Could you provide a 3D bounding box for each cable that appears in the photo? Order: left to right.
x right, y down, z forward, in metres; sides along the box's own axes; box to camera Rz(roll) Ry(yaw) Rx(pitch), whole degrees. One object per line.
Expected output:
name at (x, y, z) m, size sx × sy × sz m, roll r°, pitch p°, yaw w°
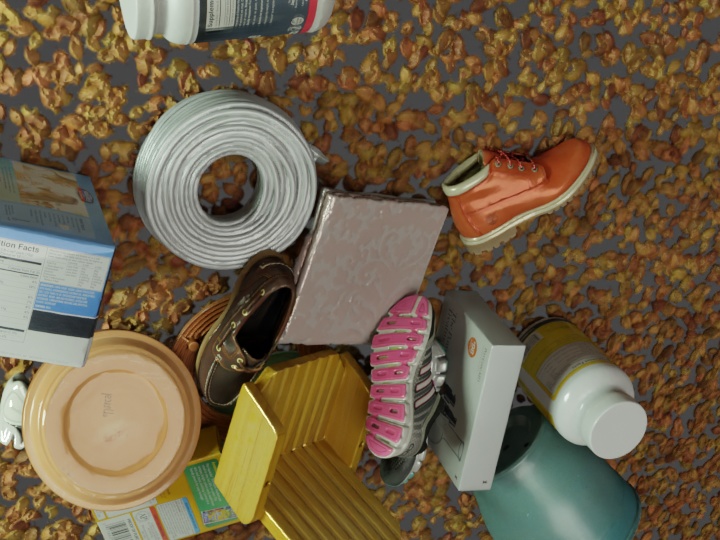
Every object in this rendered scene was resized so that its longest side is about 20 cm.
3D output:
cable at (-0.145, -0.094, 1.267) m, size 0.200 × 0.069 × 0.200 m, roll -46°, pitch 122°, yaw 4°

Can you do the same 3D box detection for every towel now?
towel at (0.000, 0.000, 1.364) m, size 0.198 × 0.032 × 0.193 m, roll 4°, pitch 113°, yaw -44°

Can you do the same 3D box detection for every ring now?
ring at (-0.132, 0.119, 1.376) m, size 0.198 × 0.019 × 0.203 m, roll -10°, pitch 118°, yaw -18°

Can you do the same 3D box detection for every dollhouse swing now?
dollhouse swing at (-0.031, 0.219, 1.326) m, size 0.199 × 0.175 × 0.184 m, roll -10°, pitch 124°, yaw -54°

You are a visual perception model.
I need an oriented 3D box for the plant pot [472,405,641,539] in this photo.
plant pot at (0.239, 0.291, 1.550) m, size 0.200 × 0.200 × 0.188 m, roll -40°, pitch 107°, yaw 1°

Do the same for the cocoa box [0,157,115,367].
cocoa box at (-0.332, -0.015, 1.152) m, size 0.132 × 0.200 × 0.133 m, roll 11°, pitch 110°, yaw -25°

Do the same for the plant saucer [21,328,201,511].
plant saucer at (-0.273, 0.167, 1.292) m, size 0.198 × 0.032 × 0.204 m, roll 0°, pitch 91°, yaw -22°

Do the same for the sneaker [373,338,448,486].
sneaker at (0.042, 0.177, 1.473) m, size 0.090 × 0.077 × 0.203 m, roll 5°, pitch 104°, yaw -27°

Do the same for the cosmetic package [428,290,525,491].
cosmetic package at (0.134, 0.148, 1.451) m, size 0.051 × 0.151 × 0.203 m, roll 1°, pitch 114°, yaw -22°

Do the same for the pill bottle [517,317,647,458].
pill bottle at (0.278, 0.151, 1.481) m, size 0.110 × 0.200 × 0.113 m, roll -9°, pitch 118°, yaw -17°

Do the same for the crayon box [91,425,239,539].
crayon box at (-0.219, 0.262, 1.393) m, size 0.197 × 0.052 × 0.127 m, roll -15°, pitch 129°, yaw -3°

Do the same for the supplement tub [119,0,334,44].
supplement tub at (-0.132, -0.297, 1.133) m, size 0.197 × 0.140 × 0.142 m, roll -9°, pitch 118°, yaw -18°

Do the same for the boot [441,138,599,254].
boot at (0.192, -0.115, 1.396) m, size 0.199 × 0.075 × 0.108 m, roll -33°, pitch 117°, yaw -3°

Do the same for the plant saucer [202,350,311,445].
plant saucer at (-0.103, 0.184, 1.445) m, size 0.197 × 0.027 × 0.203 m, roll -10°, pitch 118°, yaw -18°

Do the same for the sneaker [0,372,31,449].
sneaker at (-0.312, 0.159, 1.325) m, size 0.197 × 0.075 × 0.082 m, roll 4°, pitch 104°, yaw -24°

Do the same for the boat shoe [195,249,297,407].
boat shoe at (-0.128, 0.077, 1.296) m, size 0.070 × 0.071 × 0.202 m, roll 6°, pitch 121°, yaw -32°

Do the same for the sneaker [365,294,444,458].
sneaker at (0.059, 0.132, 1.391) m, size 0.087 × 0.073 × 0.203 m, roll 34°, pitch 59°, yaw -50°
